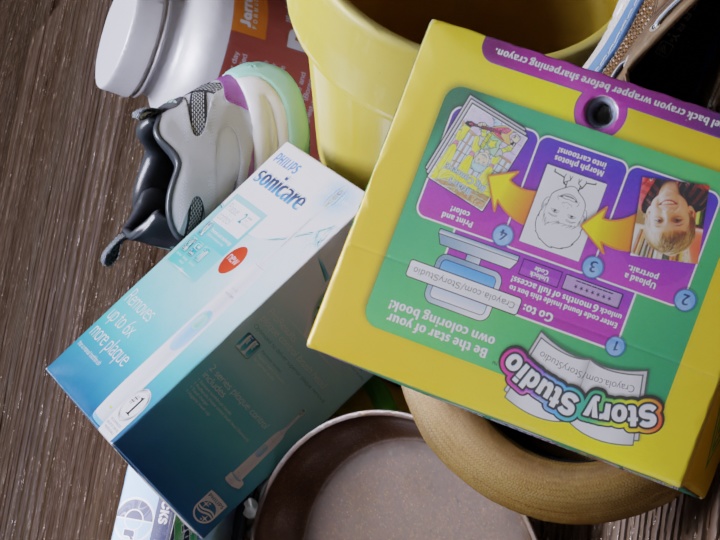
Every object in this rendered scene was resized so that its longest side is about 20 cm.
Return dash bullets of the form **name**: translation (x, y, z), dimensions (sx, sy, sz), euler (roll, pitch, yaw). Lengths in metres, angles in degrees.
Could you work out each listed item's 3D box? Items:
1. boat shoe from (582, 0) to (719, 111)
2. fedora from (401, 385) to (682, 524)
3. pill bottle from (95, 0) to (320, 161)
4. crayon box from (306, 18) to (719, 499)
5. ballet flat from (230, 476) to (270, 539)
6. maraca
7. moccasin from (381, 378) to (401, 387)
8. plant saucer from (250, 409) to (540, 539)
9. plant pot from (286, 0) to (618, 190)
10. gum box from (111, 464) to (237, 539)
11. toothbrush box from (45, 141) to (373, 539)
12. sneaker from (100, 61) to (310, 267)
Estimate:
- **boat shoe**: translation (0.146, -0.080, 1.504), dimensions (0.072, 0.072, 0.200), euler (-131, 59, -67)
- **fedora**: translation (0.114, 0.030, 1.441), dimensions (0.082, 0.200, 0.201), euler (26, -103, -68)
- **pill bottle**: translation (-0.077, -0.139, 1.998), dimensions (0.112, 0.200, 0.112), euler (-164, 90, -71)
- **crayon box**: translation (0.099, -0.007, 1.377), dimensions (0.173, 0.200, 0.058), euler (-69, -20, -1)
- **ballet flat**: translation (-0.058, 0.196, 1.803), dimensions (0.073, 0.073, 0.200), euler (153, 131, -66)
- **maraca**: translation (0.010, 0.155, 1.664), dimensions (0.137, 0.107, 0.200), euler (-115, 22, -62)
- **moccasin**: translation (0.040, 0.043, 1.685), dimensions (0.074, 0.078, 0.201), euler (-65, 15, -18)
- **plant saucer**: translation (0.027, 0.172, 1.554), dimensions (0.200, 0.034, 0.201), euler (6, 100, 37)
- **plant pot**: translation (0.050, -0.128, 1.663), dimensions (0.189, 0.200, 0.201), euler (104, 170, -50)
- **gum box**: translation (-0.100, 0.188, 1.852), dimensions (0.200, 0.044, 0.170), euler (34, -113, -65)
- **toothbrush box**: translation (-0.064, 0.036, 1.636), dimensions (0.200, 0.085, 0.146), euler (-42, 25, -5)
- **sneaker**: translation (-0.089, -0.015, 1.734), dimensions (0.078, 0.140, 0.200), euler (9, 117, 65)
